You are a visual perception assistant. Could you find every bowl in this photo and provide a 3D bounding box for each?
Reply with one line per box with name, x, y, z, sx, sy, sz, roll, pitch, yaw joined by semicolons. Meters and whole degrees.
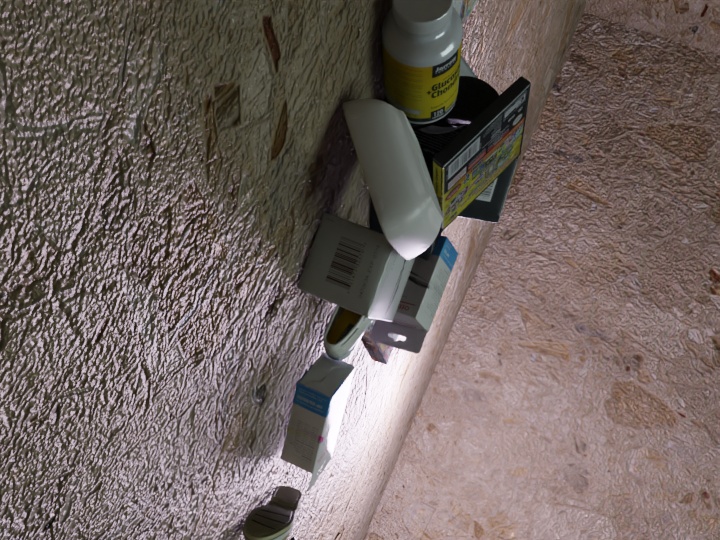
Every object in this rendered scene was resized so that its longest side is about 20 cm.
bowl;0.053;-0.127;1.177;0.200;0.073;0.204;41;31;-74

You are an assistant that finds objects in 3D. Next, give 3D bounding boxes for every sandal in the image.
sandal;0.120;-0.250;1.328;0.048;0.196;0.077;133;-54;-72

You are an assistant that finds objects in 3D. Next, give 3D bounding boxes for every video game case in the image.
video game case;0.185;-0.177;1.348;0.200;0.025;0.182;-44;157;-16

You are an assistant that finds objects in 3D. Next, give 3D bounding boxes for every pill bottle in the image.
pill bottle;0.084;-0.303;1.196;0.201;0.110;0.114;83;32;-64

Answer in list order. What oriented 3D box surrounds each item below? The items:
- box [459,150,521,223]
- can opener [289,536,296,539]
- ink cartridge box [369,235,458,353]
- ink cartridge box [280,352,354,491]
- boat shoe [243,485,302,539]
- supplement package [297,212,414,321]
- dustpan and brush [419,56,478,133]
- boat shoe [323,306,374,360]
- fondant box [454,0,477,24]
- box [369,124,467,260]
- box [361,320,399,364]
box;0.214;-0.206;1.699;0.201;0.105;0.151;-113;-146;-60
can opener;-0.164;0.608;1.679;0.079;0.062;0.204;22;89;-76
ink cartridge box;0.083;0.033;1.549;0.067;0.114;0.203;47;60;-54
ink cartridge box;-0.077;0.261;1.492;0.115;0.067;0.204;-45;152;-60
boat shoe;-0.146;0.432;1.461;0.200;0.073;0.070;-21;126;-74
supplement package;0.000;0.000;1.302;0.200;0.115;0.119;21;89;-77
dustpan and brush;0.099;-0.257;1.375;0.200;0.140;0.057;-45;-167;-23
boat shoe;-0.006;0.050;1.478;0.204;0.074;0.086;-55;160;-16
fondant box;0.132;-0.425;1.323;0.146;0.057;0.202;94;22;-51
box;0.107;-0.166;1.480;0.199;0.122;0.202;-59;164;-29
box;0.040;0.074;1.665;0.139;0.039;0.201;-64;154;-22
